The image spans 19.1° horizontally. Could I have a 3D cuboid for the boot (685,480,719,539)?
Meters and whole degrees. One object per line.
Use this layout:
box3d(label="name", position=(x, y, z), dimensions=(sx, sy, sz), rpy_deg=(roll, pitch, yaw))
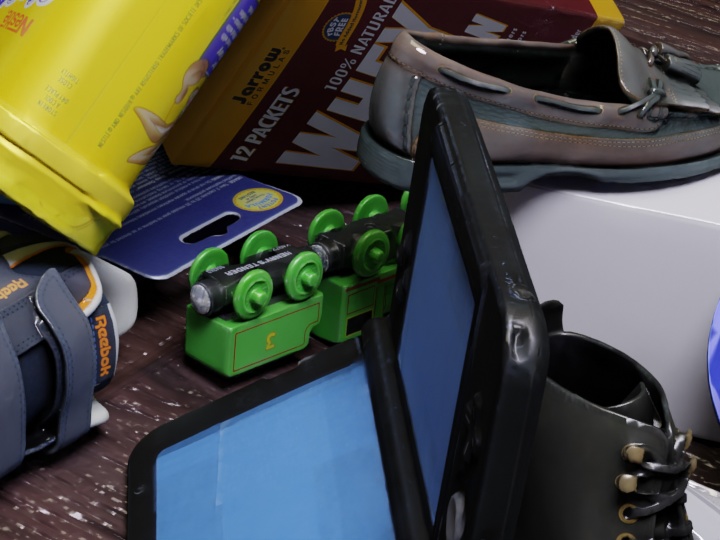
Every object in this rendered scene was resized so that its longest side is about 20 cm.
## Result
box3d(label="boot", position=(0.154, 0.119, 0.789), dimensions=(0.200, 0.074, 0.096), rpy_deg=(33, 29, 24))

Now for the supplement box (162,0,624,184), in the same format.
box3d(label="supplement box", position=(-0.014, -0.160, 1.073), dimensions=(0.200, 0.133, 0.198), rpy_deg=(4, 49, -39))

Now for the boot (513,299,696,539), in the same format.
box3d(label="boot", position=(0.101, 0.114, 0.693), dimensions=(0.077, 0.139, 0.200), rpy_deg=(-16, 37, -39))

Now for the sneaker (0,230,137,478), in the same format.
box3d(label="sneaker", position=(-0.141, 0.036, 0.831), dimensions=(0.079, 0.079, 0.200), rpy_deg=(7, 25, 7))

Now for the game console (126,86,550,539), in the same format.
box3d(label="game console", position=(-0.017, 0.045, 0.744), dimensions=(0.116, 0.176, 0.200), rpy_deg=(4, 28, -9))

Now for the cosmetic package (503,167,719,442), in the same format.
box3d(label="cosmetic package", position=(0.155, 0.011, 0.942), dimensions=(0.199, 0.108, 0.085), rpy_deg=(14, 28, 6))

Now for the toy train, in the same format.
box3d(label="toy train", position=(0.000, 0.000, 0.968), dimensions=(0.042, 0.057, 0.200), rpy_deg=(26, 32, 38))

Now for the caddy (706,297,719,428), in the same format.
box3d(label="caddy", position=(0.237, 0.043, 0.835), dimensions=(0.199, 0.142, 0.105), rpy_deg=(18, -13, 4))

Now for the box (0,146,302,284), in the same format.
box3d(label="box", position=(-0.141, -0.035, 1.016), dimensions=(0.200, 0.032, 0.121), rpy_deg=(21, 29, 27))

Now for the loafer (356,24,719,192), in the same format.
box3d(label="loafer", position=(0.093, -0.074, 0.901), dimensions=(0.200, 0.063, 0.072), rpy_deg=(-9, 32, -31))

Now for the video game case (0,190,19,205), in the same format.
box3d(label="video game case", position=(-0.235, -0.078, 1.022), dimensions=(0.199, 0.018, 0.143), rpy_deg=(8, 26, 3))

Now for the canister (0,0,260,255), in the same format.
box3d(label="canister", position=(-0.097, -0.117, 0.883), dimensions=(0.086, 0.200, 0.148), rpy_deg=(36, -5, -22))
